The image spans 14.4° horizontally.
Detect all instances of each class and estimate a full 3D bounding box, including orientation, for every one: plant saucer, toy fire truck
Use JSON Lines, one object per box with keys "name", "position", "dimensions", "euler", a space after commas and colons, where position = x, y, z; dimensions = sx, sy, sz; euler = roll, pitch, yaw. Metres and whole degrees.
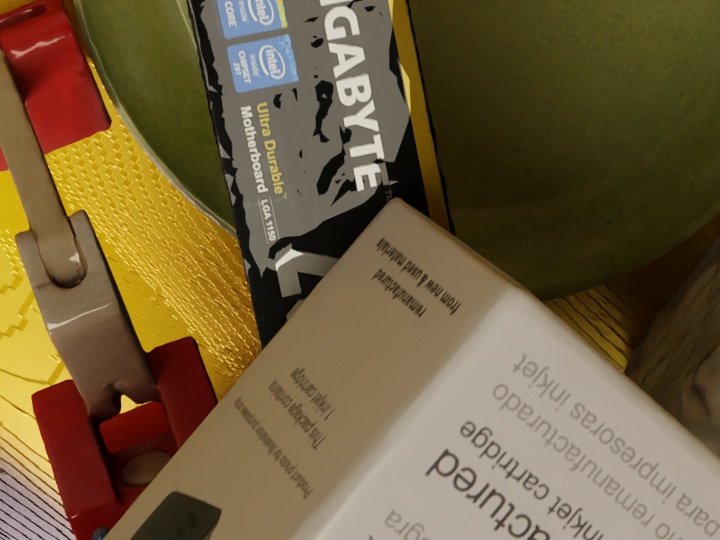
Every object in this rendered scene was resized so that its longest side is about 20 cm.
{"name": "plant saucer", "position": [0.023, -0.088, 0.736], "dimensions": [0.199, 0.031, 0.201], "euler": [4, 112, 9]}
{"name": "toy fire truck", "position": [-0.062, 0.025, 0.710], "dimensions": [0.049, 0.200, 0.141], "euler": [-21, 117, -5]}

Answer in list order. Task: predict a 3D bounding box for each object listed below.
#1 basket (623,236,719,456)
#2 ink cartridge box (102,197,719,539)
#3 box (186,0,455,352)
{"name": "basket", "position": [0.179, 0.037, 0.687], "dimensions": [0.198, 0.161, 0.200], "euler": [34, 114, -4]}
{"name": "ink cartridge box", "position": [0.004, 0.112, 0.561], "dimensions": [0.146, 0.084, 0.200], "euler": [39, 90, -21]}
{"name": "box", "position": [0.000, 0.000, 0.665], "dimensions": [0.049, 0.160, 0.201], "euler": [-11, 106, 3]}
